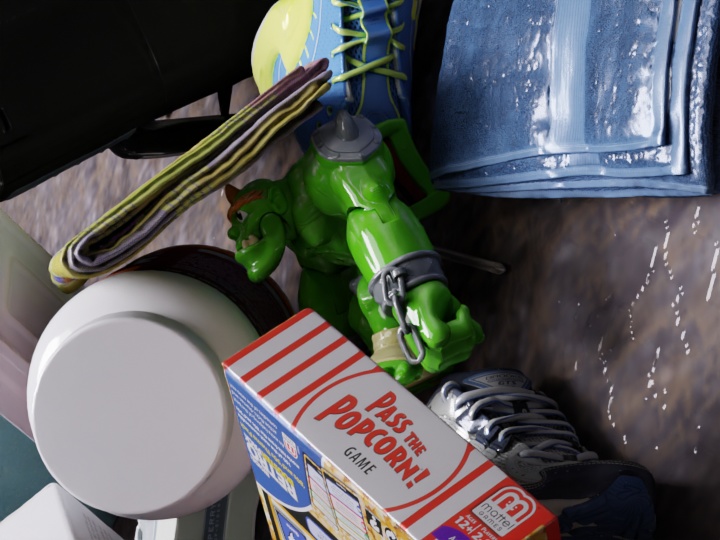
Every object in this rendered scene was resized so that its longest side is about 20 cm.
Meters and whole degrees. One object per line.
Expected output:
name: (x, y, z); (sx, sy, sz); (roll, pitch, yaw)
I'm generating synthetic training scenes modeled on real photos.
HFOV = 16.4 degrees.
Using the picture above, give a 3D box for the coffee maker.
coffee maker: (-0.137, -0.132, 1.274); (0.135, 0.200, 0.192); (54, 155, 17)

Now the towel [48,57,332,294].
towel: (-0.081, -0.038, 1.130); (0.023, 0.144, 0.200); (52, 170, -4)

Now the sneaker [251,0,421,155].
sneaker: (0.009, -0.117, 1.182); (0.200, 0.076, 0.105); (114, 140, -54)

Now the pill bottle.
pill bottle: (-0.090, 0.051, 1.154); (0.200, 0.113, 0.113); (-53, -28, -83)

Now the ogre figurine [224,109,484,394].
ogre figurine: (0.000, 0.000, 1.121); (0.200, 0.098, 0.120); (26, -136, -81)

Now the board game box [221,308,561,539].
board game box: (0.023, 0.131, 0.979); (0.151, 0.046, 0.200); (40, 153, 39)

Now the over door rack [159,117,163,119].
over door rack: (-0.139, -0.170, 1.487); (0.200, 0.066, 0.148); (-134, 54, -72)

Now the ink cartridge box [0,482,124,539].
ink cartridge box: (-0.090, 0.210, 1.102); (0.084, 0.200, 0.145); (-37, 40, 8)

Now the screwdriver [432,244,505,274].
screwdriver: (0.017, -0.015, 1.203); (0.200, 0.029, 0.028); (15, 97, 53)

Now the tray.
tray: (-0.153, 0.036, 1.251); (0.022, 0.200, 0.108); (-14, 55, 22)

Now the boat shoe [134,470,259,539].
boat shoe: (-0.085, 0.098, 1.311); (0.071, 0.070, 0.201); (32, 115, 56)

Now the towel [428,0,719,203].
towel: (0.096, -0.085, 1.027); (0.200, 0.048, 0.112); (2, 86, 63)

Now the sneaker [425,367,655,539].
sneaker: (0.055, 0.079, 1.046); (0.200, 0.077, 0.085); (-11, 69, 60)

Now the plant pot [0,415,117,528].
plant pot: (-0.218, 0.114, 1.490); (0.200, 0.134, 0.201); (-21, 66, 59)
